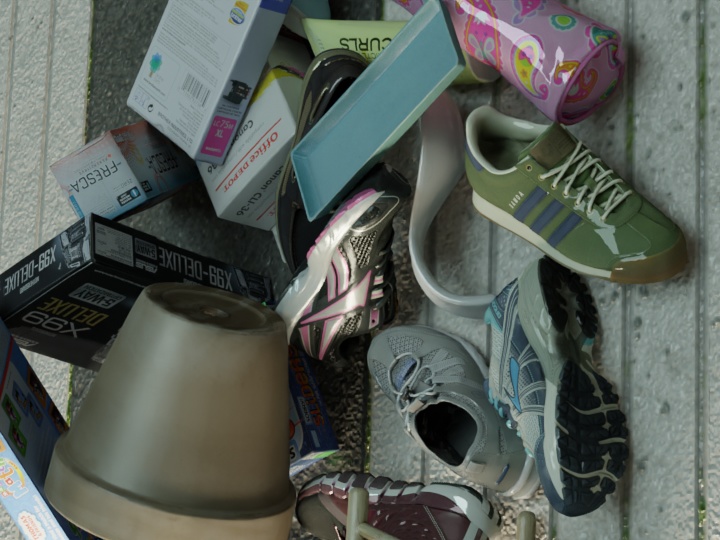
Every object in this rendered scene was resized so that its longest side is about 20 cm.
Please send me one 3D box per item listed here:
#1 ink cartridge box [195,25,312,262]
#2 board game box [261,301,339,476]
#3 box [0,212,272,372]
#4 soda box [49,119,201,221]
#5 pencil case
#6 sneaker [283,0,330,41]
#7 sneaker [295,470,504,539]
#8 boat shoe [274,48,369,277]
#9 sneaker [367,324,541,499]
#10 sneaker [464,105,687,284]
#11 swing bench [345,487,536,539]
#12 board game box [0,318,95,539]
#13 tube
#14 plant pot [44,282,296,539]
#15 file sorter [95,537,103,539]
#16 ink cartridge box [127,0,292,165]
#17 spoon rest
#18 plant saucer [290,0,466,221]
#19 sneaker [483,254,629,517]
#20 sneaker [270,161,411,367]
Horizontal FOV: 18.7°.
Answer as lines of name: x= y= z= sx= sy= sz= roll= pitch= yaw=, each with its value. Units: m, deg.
ink cartridge box: x=-0.084 y=-0.119 z=1.868 sx=0.117 sy=0.067 sz=0.201 roll=-46 pitch=51 yaw=28
board game box: x=-0.115 y=0.129 z=1.848 sx=0.200 sy=0.034 sz=0.136 roll=-33 pitch=69 yaw=36
box: x=-0.199 y=0.030 z=1.853 sx=0.157 sy=0.199 sz=0.050 roll=-30 pitch=53 yaw=36
soda box: x=-0.199 y=-0.085 z=1.879 sx=0.063 sy=0.200 sz=0.069 roll=-29 pitch=92 yaw=13
pencil case: x=0.107 y=-0.193 z=1.642 sx=0.200 sy=0.087 sz=0.088 roll=41 pitch=110 yaw=26
sneaker: x=-0.060 y=-0.291 z=1.883 sx=0.082 sy=0.074 sz=0.201 roll=-44 pitch=54 yaw=32
sneaker: x=0.009 y=0.219 z=1.659 sx=0.199 sy=0.076 sz=0.116 roll=-5 pitch=52 yaw=45
boat shoe: x=-0.028 y=-0.077 z=1.763 sx=0.073 sy=0.074 sz=0.201 roll=-112 pitch=26 yaw=-74
sneaker: x=0.061 y=0.096 z=1.654 sx=0.200 sy=0.082 sz=0.075 roll=39 pitch=108 yaw=46
sneaker: x=0.147 y=-0.061 z=1.582 sx=0.067 sy=0.090 sz=0.200 roll=-39 pitch=43 yaw=-25
swing bench: x=0.072 y=0.272 z=1.513 sx=0.129 sy=0.198 sz=0.201 roll=19 pitch=95 yaw=44
board game box: x=-0.274 y=0.136 z=1.767 sx=0.036 sy=0.201 sz=0.151 roll=-26 pitch=23 yaw=9
tube: x=0.032 y=-0.174 z=1.775 sx=0.199 sy=0.052 sz=0.058 roll=4 pitch=82 yaw=46
plant pot: x=-0.132 y=0.110 z=1.706 sx=0.200 sy=0.199 sz=0.175 roll=29 pitch=109 yaw=45
file sorter: x=-0.148 y=0.287 z=1.770 sx=0.199 sy=0.138 sz=0.123 roll=7 pitch=119 yaw=47
ink cartridge box: x=-0.121 y=-0.204 z=1.848 sx=0.119 sy=0.042 sz=0.201 roll=39 pitch=113 yaw=44
spoon rest: x=0.060 y=-0.058 z=1.698 sx=0.060 sy=0.099 sz=0.201 roll=-11 pitch=70 yaw=-1
plant saucer: x=0.013 y=-0.121 z=1.654 sx=0.200 sy=0.019 sz=0.070 roll=-46 pitch=47 yaw=38
sneaker: x=0.136 y=0.094 z=1.593 sx=0.086 sy=0.077 sz=0.201 roll=-34 pitch=48 yaw=38
sneaker: x=0.000 y=0.000 z=1.719 sx=0.200 sy=0.086 sz=0.080 roll=-56 pitch=2 yaw=45
